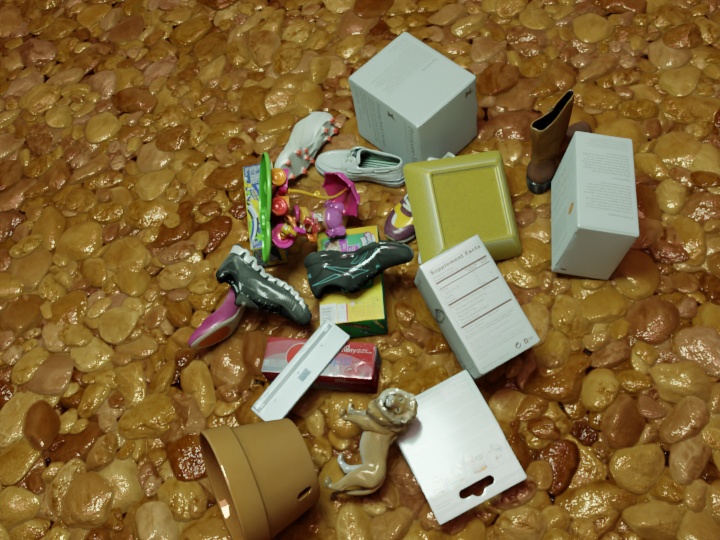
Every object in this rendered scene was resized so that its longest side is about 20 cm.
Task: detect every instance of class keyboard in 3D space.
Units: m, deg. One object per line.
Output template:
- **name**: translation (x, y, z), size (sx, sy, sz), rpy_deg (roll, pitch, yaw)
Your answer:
- **keyboard**: translation (-0.100, 0.172, 1.332), size (0.056, 0.011, 0.201), rpy_deg (35, 75, 19)

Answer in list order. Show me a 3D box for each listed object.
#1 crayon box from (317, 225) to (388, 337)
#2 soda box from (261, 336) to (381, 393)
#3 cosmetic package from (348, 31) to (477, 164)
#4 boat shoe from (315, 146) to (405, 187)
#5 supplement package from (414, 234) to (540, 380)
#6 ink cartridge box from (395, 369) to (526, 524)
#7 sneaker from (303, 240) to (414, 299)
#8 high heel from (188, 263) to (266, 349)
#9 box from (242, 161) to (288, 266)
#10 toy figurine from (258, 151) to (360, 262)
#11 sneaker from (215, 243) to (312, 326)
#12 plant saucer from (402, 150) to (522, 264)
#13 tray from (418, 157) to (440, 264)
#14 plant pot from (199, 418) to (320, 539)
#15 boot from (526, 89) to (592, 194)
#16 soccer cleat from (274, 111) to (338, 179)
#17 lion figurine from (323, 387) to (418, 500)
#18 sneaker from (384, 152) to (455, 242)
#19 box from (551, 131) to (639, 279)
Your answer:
- **crayon box**: translation (-0.016, 0.020, 1.450), size (0.117, 0.059, 0.203), rpy_deg (-7, 58, 6)
- **soda box**: translation (-0.067, 0.163, 1.371), size (0.196, 0.064, 0.071), rpy_deg (2, 59, 12)
- **cosmetic package**: translation (0.108, -0.325, 1.570), size (0.166, 0.168, 0.199), rpy_deg (-41, 60, -16)
- **boat shoe**: translation (0.000, -0.220, 1.586), size (0.196, 0.067, 0.075), rpy_deg (8, 60, 15)
- **supplement package**: translation (0.188, 0.065, 1.317), size (0.116, 0.117, 0.202), rpy_deg (-28, 78, -7)
- **ink cartridge box**: translation (0.150, 0.284, 1.273), size (0.158, 0.047, 0.202), rpy_deg (-26, 61, -5)
- **sneaker**: translation (0.000, 0.000, 1.393), size (0.196, 0.075, 0.081), rpy_deg (-10, 71, 11)
- **high heel**: translation (-0.252, 0.059, 1.459), size (0.199, 0.068, 0.096), rpy_deg (-39, 70, -19)
- **box**: translation (-0.186, -0.110, 1.552), size (0.063, 0.070, 0.203), rpy_deg (-11, 58, 2)
- **toy figurine**: translation (-0.089, -0.113, 1.448), size (0.181, 0.150, 0.204), rpy_deg (0, 72, -13)
- **sneaker**: translation (-0.180, 0.046, 1.419), size (0.199, 0.067, 0.091), rpy_deg (40, 60, 7)
- **plant saucer**: translation (0.192, -0.113, 1.424), size (0.197, 0.048, 0.204), rpy_deg (-10, 84, -14)
- **tray**: translation (0.166, -0.105, 1.453), size (0.105, 0.022, 0.204), rpy_deg (7, 80, -11)
- **plant pot**: translation (-0.152, 0.319, 1.228), size (0.138, 0.202, 0.201), rpy_deg (-19, 56, -21)
- **boot**: translation (0.371, -0.263, 1.465), size (0.187, 0.201, 0.068), rpy_deg (-38, 60, -13)
- **soccer cleat**: translation (-0.124, -0.257, 1.633), size (0.077, 0.070, 0.201), rpy_deg (18, 53, 29)
- **lion figurine**: translation (0.020, 0.281, 1.257), size (0.121, 0.072, 0.204), rpy_deg (12, 93, 20)
- **sneaker**: translation (0.113, -0.143, 1.504), size (0.074, 0.091, 0.200), rpy_deg (33, 68, 27)
- **box**: translation (0.405, -0.112, 1.388), size (0.104, 0.153, 0.203), rpy_deg (8, 61, -1)
